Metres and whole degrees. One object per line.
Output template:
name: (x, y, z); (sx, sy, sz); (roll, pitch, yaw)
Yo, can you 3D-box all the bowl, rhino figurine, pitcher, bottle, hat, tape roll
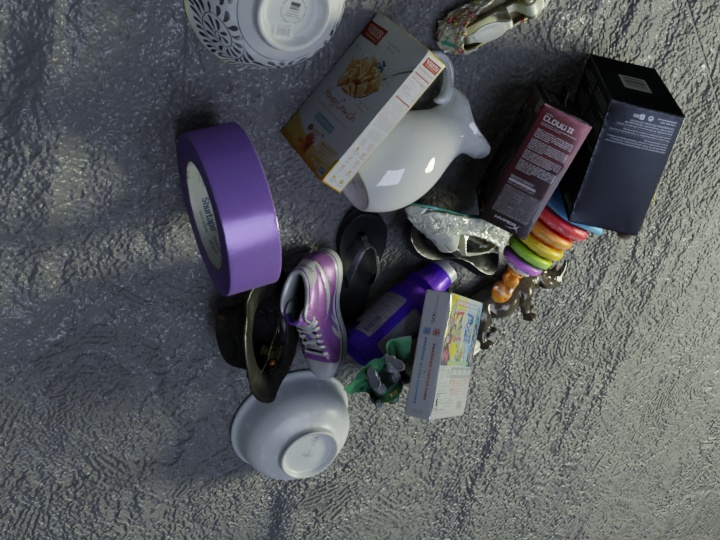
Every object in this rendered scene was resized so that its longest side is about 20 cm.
bowl: (-0.095, 0.262, 1.482); (0.201, 0.090, 0.201); (-15, 129, -20)
rhino figurine: (0.256, 0.039, 1.535); (0.200, 0.060, 0.087); (-33, 110, -6)
bowl: (-0.092, -0.307, 1.071); (0.201, 0.094, 0.201); (-14, 127, -19)
pitcher: (0.059, -0.181, 1.244); (0.200, 0.121, 0.172); (-31, 115, -20)
bottle: (0.062, 0.060, 1.420); (0.200, 0.084, 0.065); (-43, 113, -17)
hat: (-0.153, 0.084, 1.312); (0.081, 0.201, 0.201); (7, 130, 17)
tape roll: (-0.159, -0.073, 1.129); (0.066, 0.200, 0.200); (-17, 129, -19)

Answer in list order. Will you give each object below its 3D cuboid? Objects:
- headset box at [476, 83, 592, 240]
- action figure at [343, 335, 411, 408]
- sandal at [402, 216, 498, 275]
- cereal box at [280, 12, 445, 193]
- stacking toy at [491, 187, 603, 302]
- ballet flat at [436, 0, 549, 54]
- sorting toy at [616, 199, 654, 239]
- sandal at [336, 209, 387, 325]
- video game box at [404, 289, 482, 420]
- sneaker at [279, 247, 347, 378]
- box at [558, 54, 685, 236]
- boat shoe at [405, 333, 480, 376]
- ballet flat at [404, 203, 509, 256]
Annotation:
headset box: (0.242, -0.163, 1.316); (0.077, 0.149, 0.200); (25, 112, -5)
action figure: (0.039, 0.165, 1.382); (0.118, 0.055, 0.200); (-34, 162, -5)
sandal: (0.141, -0.045, 1.393); (0.200, 0.043, 0.076); (15, 74, -40)
cereal box: (-0.002, -0.209, 1.158); (0.040, 0.144, 0.200); (31, 103, -39)
stacking toy: (0.266, -0.031, 1.462); (0.116, 0.110, 0.200); (15, 116, -45)
ballet flat: (0.192, -0.337, 1.229); (0.200, 0.064, 0.076); (-34, 132, -5)
sorting toy: (0.422, -0.168, 1.406); (0.036, 0.185, 0.200); (13, 121, -3)
sandal: (0.001, 0.000, 1.377); (0.076, 0.043, 0.200); (-7, 125, -25)
video game box: (0.127, 0.126, 1.405); (0.200, 0.047, 0.182); (19, 84, -69)
sneaker: (-0.076, 0.077, 1.331); (0.114, 0.073, 0.201); (-41, 132, -57)
box: (0.356, -0.180, 1.329); (0.104, 0.200, 0.182); (13, 121, -3)
boat shoe: (0.117, 0.124, 1.528); (0.200, 0.068, 0.072); (-17, 89, -31)
ballet flat: (0.142, -0.053, 1.317); (0.200, 0.072, 0.072); (5, 120, -41)
